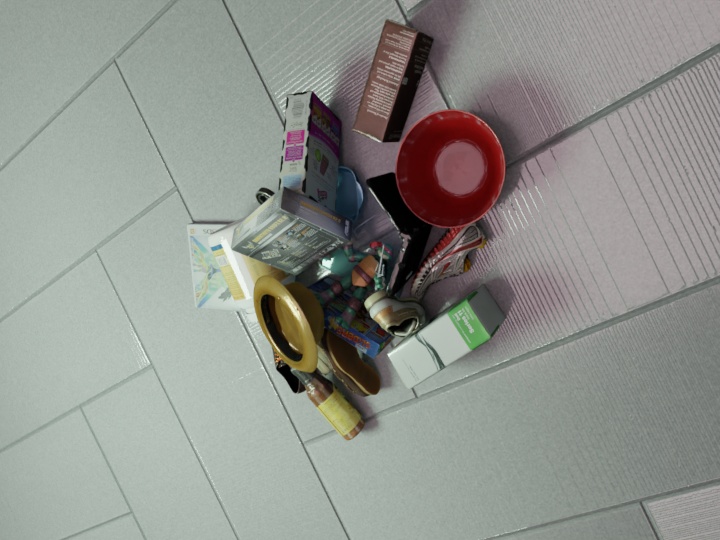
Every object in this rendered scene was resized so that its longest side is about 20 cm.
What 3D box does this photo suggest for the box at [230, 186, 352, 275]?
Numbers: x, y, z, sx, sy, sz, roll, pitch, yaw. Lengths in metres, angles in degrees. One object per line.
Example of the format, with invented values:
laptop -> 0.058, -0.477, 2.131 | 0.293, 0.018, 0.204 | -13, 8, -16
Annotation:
box -> -0.133, -0.068, 1.146 | 0.199, 0.156, 0.049 | -29, 47, 47

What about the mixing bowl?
mixing bowl -> 0.172, -0.185, 1.097 | 0.195, 0.108, 0.206 | 5, 102, 22

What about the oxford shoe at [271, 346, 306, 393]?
oxford shoe -> -0.166, 0.179, 1.352 | 0.070, 0.072, 0.203 | -30, 89, 27

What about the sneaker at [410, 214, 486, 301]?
sneaker -> 0.165, -0.009, 1.161 | 0.082, 0.078, 0.201 | 38, 119, 1

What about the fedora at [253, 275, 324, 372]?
fedora -> -0.123, 0.090, 1.140 | 0.199, 0.081, 0.204 | 32, 138, 35

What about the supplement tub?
supplement tub -> -0.224, -0.010, 1.289 | 0.142, 0.145, 0.204 | -17, 103, 26

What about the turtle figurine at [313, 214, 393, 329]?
turtle figurine -> 0.005, 0.005, 1.151 | 0.201, 0.100, 0.149 | -51, 50, 0

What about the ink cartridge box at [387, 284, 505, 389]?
ink cartridge box -> 0.164, 0.126, 1.152 | 0.199, 0.146, 0.084 | -38, 85, 25

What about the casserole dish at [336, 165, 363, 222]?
casserole dish -> -0.078, -0.153, 1.257 | 0.195, 0.039, 0.124 | -1, 101, 23

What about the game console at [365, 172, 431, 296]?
game console -> 0.060, -0.072, 1.119 | 0.114, 0.200, 0.180 | 22, 109, 12

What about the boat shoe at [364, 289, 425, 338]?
boat shoe -> 0.075, 0.093, 1.138 | 0.074, 0.199, 0.069 | -39, 64, 20

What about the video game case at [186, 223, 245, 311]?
video game case -> -0.320, -0.007, 1.407 | 0.178, 0.022, 0.205 | 3, 103, 24

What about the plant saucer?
plant saucer -> 0.000, 0.000, 1.269 | 0.197, 0.019, 0.071 | 25, 111, 16

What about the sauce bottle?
sauce bottle -> -0.073, 0.278, 1.319 | 0.065, 0.066, 0.201 | -34, 100, 26

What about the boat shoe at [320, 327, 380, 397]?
boat shoe -> -0.034, 0.195, 1.265 | 0.069, 0.071, 0.202 | -5, 129, 39

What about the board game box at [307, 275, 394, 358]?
board game box -> -0.023, 0.090, 1.234 | 0.197, 0.135, 0.035 | 31, 115, 15

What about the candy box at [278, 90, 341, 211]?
candy box -> -0.094, -0.217, 1.158 | 0.060, 0.136, 0.205 | -2, 76, 23

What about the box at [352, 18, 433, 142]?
box -> 0.060, -0.345, 1.117 | 0.074, 0.100, 0.204 | 26, 112, 16

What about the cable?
cable -> -0.132, -0.091, 1.230 | 0.199, 0.051, 0.096 | 42, 150, -23

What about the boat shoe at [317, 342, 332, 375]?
boat shoe -> -0.103, 0.141, 1.280 | 0.064, 0.072, 0.201 | -34, 124, 2
